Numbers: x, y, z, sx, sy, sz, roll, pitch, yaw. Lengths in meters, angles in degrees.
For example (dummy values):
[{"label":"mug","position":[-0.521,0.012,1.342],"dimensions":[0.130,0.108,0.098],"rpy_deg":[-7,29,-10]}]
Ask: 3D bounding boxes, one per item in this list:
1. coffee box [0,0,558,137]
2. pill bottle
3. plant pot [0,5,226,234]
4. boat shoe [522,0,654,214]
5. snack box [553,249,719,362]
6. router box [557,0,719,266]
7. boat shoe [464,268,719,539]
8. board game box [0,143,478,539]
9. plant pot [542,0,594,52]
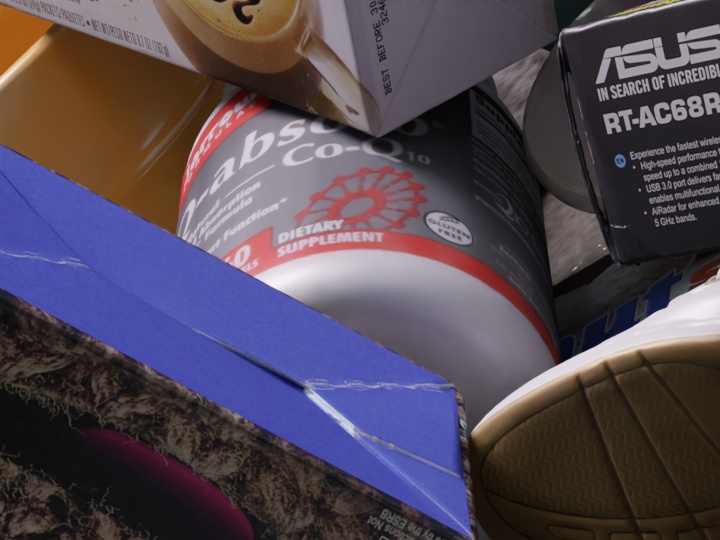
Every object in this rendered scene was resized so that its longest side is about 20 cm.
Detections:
[{"label":"coffee box","position":[-0.041,-0.127,0.878],"dimensions":[0.080,0.114,0.200],"rpy_deg":[-29,33,-31]},{"label":"pill bottle","position":[0.000,0.000,0.875],"dimensions":[0.116,0.116,0.200],"rpy_deg":[-35,25,18]},{"label":"plant pot","position":[-0.098,0.000,1.056],"dimensions":[0.200,0.183,0.200],"rpy_deg":[-37,17,13]},{"label":"boat shoe","position":[0.137,-0.072,0.901],"dimensions":[0.200,0.075,0.093],"rpy_deg":[-34,-19,-8]},{"label":"snack box","position":[0.092,0.013,0.889],"dimensions":[0.200,0.024,0.072],"rpy_deg":[-31,21,28]},{"label":"router box","position":[0.170,-0.059,0.685],"dimensions":[0.199,0.062,0.150],"rpy_deg":[-11,6,37]},{"label":"boat shoe","position":[0.120,0.023,0.735],"dimensions":[0.199,0.071,0.069],"rpy_deg":[-21,21,24]},{"label":"board game box","position":[-0.088,0.092,0.737],"dimensions":[0.201,0.159,0.097],"rpy_deg":[-59,11,18]},{"label":"plant pot","position":[0.104,-0.163,1.032],"dimensions":[0.200,0.201,0.161],"rpy_deg":[-40,28,1]}]
